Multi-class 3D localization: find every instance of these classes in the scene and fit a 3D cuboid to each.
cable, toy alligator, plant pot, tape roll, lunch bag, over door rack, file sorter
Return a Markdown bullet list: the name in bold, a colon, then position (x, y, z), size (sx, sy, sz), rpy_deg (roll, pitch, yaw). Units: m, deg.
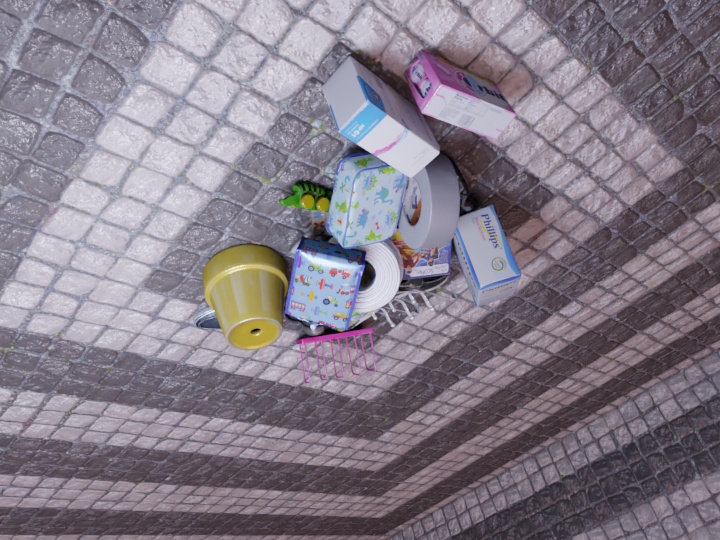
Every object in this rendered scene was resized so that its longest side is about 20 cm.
- **cable**: position (0.000, 0.000, 1.399), size (0.199, 0.069, 0.200), rpy_deg (-6, 110, 6)
- **toy alligator**: position (-0.086, -0.155, 1.298), size (0.200, 0.059, 0.054), rpy_deg (5, 94, -37)
- **plant pot**: position (-0.258, 0.074, 1.394), size (0.200, 0.189, 0.201), rpy_deg (-12, 142, -9)
- **tape roll**: position (0.138, -0.147, 1.269), size (0.066, 0.201, 0.201), rpy_deg (-5, 140, -16)
- **lunch bag**: position (-0.083, 0.045, 1.334), size (0.150, 0.094, 0.200), rpy_deg (14, 111, -2)
- **lunch bag**: position (0.017, -0.149, 1.272), size (0.160, 0.082, 0.200), rpy_deg (-15, 133, -32)
- **over door rack**: position (0.144, 0.095, 1.560), size (0.148, 0.067, 0.200), rpy_deg (-26, 162, 38)
- **file sorter**: position (-0.066, 0.240, 1.682), size (0.199, 0.126, 0.139), rpy_deg (-8, 173, -13)

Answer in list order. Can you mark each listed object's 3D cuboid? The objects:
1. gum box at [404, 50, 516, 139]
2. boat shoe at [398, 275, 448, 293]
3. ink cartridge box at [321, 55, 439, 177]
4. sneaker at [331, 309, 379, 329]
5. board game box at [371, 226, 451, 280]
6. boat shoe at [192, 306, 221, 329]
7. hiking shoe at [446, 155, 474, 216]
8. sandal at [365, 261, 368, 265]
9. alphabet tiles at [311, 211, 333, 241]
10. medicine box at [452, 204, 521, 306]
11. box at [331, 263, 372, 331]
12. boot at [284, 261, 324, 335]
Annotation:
- **gum box**: position (0.184, -0.330, 1.131), size (0.200, 0.114, 0.066), rpy_deg (10, 134, -32)
- **boat shoe**: position (0.139, 0.017, 1.576), size (0.199, 0.072, 0.068), rpy_deg (-7, 145, -11)
- **ink cartridge box**: position (0.040, -0.280, 1.111), size (0.200, 0.145, 0.085), rpy_deg (23, 127, -40)
- **sneaker**: position (-0.010, 0.108, 1.639), size (0.200, 0.072, 0.072), rpy_deg (-30, -176, 30)
- **board game box**: position (0.125, -0.047, 1.465), size (0.199, 0.034, 0.136), rpy_deg (-6, 111, -17)
- **boat shoe**: position (-0.322, 0.134, 1.521), size (0.200, 0.091, 0.071), rpy_deg (-12, 142, -8)
- **hiking shoe**: position (0.200, -0.174, 1.363), size (0.087, 0.075, 0.200), rpy_deg (-24, 142, 7)
- **sandal**: position (-0.052, 0.016, 1.492), size (0.048, 0.075, 0.200), rpy_deg (38, 116, -22)
- **alphabet tiles**: position (-0.032, -0.087, 1.434), size (0.167, 0.008, 0.200), rpy_deg (-11, 141, -10)
- **medicine box**: position (0.300, -0.030, 1.451), size (0.103, 0.183, 0.200), rpy_deg (-19, 162, 3)
- **box**: position (-0.004, 0.055, 1.528), size (0.200, 0.118, 0.048), rpy_deg (-35, 148, 19)
- **boot**: position (-0.141, 0.052, 1.485), size (0.069, 0.200, 0.175), rpy_deg (-16, 113, -27)
